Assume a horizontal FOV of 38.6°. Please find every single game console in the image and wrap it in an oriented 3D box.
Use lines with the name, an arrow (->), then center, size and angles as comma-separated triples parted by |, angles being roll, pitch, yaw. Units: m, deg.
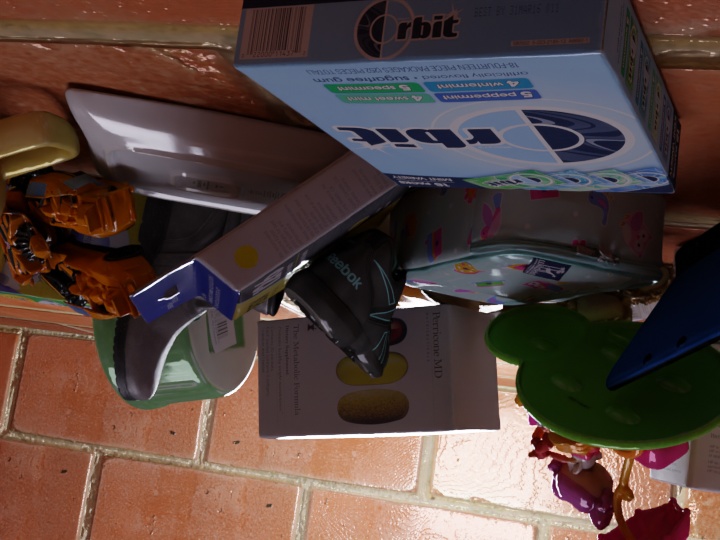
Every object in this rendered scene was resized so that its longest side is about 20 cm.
game console -> 0.269, 0.014, 0.640 | 0.170, 0.119, 0.200 | 10, 162, -8

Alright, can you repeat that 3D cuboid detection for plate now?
plate -> -0.112, -0.077, 0.772 | 0.199, 0.032, 0.200 | 9, 170, -8

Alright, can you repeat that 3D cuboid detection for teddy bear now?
teddy bear -> 0.188, 0.026, 0.896 | 0.200, 0.145, 0.067 | -13, 115, 53

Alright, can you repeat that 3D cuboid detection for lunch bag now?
lunch bag -> 0.122, -0.020, 0.766 | 0.160, 0.077, 0.200 | 13, 169, -26

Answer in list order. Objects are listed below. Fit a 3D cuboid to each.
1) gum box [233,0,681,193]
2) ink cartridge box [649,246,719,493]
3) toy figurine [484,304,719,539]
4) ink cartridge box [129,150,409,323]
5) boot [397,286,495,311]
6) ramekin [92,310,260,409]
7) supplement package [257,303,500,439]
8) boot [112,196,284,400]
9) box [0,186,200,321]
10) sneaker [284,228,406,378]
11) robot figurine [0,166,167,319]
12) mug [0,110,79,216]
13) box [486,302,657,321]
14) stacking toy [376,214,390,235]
gum box -> 0.061, -0.087, 0.519 | 0.169, 0.045, 0.200 | 3, 170, 25
ink cartridge box -> 0.328, 0.083, 0.837 | 0.144, 0.201, 0.084 | 9, 173, -6
toy figurine -> 0.177, 0.145, 0.774 | 0.150, 0.185, 0.200 | -24, -147, -29
ink cartridge box -> -0.061, -0.012, 0.723 | 0.200, 0.047, 0.198 | -36, 179, -11
boot -> 0.062, 0.015, 1.040 | 0.144, 0.071, 0.201 | -4, 171, 36
ramekin -> -0.182, 0.043, 1.071 | 0.097, 0.201, 0.200 | -3, 167, 19
supplement package -> 0.017, 0.097, 0.952 | 0.199, 0.114, 0.109 | -7, 169, 28
boot -> -0.133, 0.025, 0.889 | 0.131, 0.201, 0.070 | 11, 180, 4
box -> -0.238, -0.021, 0.949 | 0.199, 0.118, 0.048 | 9, 174, -9
sneaker -> 0.005, 0.026, 0.772 | 0.075, 0.079, 0.200 | 43, 175, 14
robot figurine -> -0.237, -0.026, 0.829 | 0.200, 0.145, 0.058 | 9, -150, 46
mug -> -0.309, -0.058, 0.730 | 0.186, 0.150, 0.153 | 17, 178, 0
box -> 0.194, 0.044, 1.007 | 0.200, 0.042, 0.039 | -19, 177, 44
stacking toy -> 0.000, 0.000, 0.935 | 0.085, 0.086, 0.200 | 7, 167, 5
